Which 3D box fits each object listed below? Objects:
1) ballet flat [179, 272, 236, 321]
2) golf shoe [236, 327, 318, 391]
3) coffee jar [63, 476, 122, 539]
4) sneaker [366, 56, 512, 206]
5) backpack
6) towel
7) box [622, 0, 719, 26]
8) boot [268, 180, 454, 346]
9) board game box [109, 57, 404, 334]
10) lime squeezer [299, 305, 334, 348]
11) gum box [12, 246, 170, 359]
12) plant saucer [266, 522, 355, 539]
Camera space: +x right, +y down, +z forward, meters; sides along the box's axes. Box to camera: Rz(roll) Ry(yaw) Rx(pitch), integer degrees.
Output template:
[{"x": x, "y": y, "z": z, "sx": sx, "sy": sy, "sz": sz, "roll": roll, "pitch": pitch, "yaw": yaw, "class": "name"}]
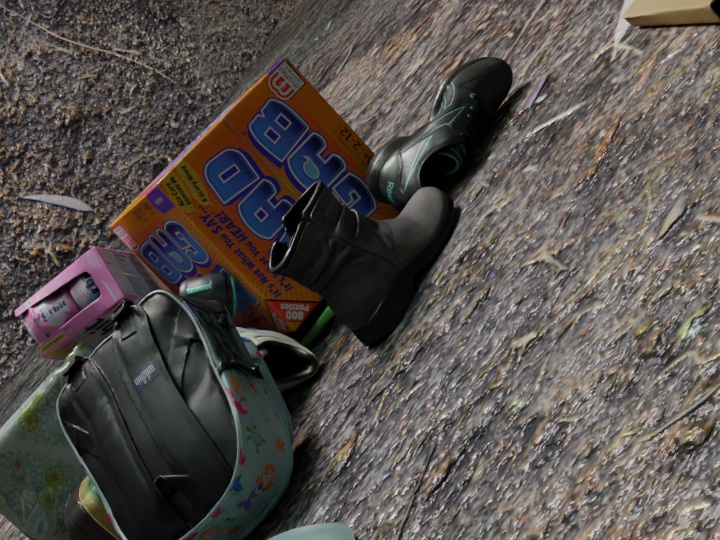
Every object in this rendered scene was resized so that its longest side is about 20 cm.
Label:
[{"x": -0.160, "y": 0.071, "z": 1.585, "sx": 0.073, "sy": 0.073, "sz": 0.201, "roll": -57, "pitch": -16, "yaw": -33, "class": "ballet flat"}, {"x": -0.131, "y": 0.079, "z": 1.447, "sx": 0.097, "sy": 0.198, "sz": 0.079, "roll": -5, "pitch": 85, "yaw": 57, "class": "golf shoe"}, {"x": -0.205, "y": 0.196, "z": 1.536, "sx": 0.200, "sy": 0.085, "sz": 0.104, "roll": -47, "pitch": 10, "yaw": 5, "class": "coffee jar"}, {"x": 0.096, "y": -0.134, "z": 1.569, "sx": 0.200, "sy": 0.076, "sz": 0.079, "roll": -48, "pitch": 39, "yaw": -15, "class": "sneaker"}, {"x": -0.147, "y": 0.142, "z": 1.324, "sx": 0.178, "sy": 0.150, "sz": 0.201, "roll": -45, "pitch": 53, "yaw": 18, "class": "backpack"}, {"x": -0.291, "y": 0.200, "z": 1.618, "sx": 0.200, "sy": 0.171, "sz": 0.048, "roll": -47, "pitch": 10, "yaw": 7, "class": "towel"}, {"x": 0.313, "y": -0.274, "z": 1.322, "sx": 0.164, "sy": 0.021, "sz": 0.200, "roll": -49, "pitch": 14, "yaw": -1, "class": "box"}, {"x": 0.004, "y": -0.040, "z": 1.422, "sx": 0.070, "sy": 0.131, "sz": 0.201, "roll": -37, "pitch": 18, "yaw": 43, "class": "boot"}, {"x": -0.107, "y": -0.062, "z": 1.636, "sx": 0.200, "sy": 0.200, "sz": 0.200, "roll": -47, "pitch": 9, "yaw": -23, "class": "board game box"}, {"x": 0.000, "y": 0.000, "z": 1.531, "sx": 0.200, "sy": 0.038, "sz": 0.071, "roll": -50, "pitch": 13, "yaw": -2, "class": "lime squeezer"}, {"x": -0.274, "y": 0.039, "z": 1.675, "sx": 0.113, "sy": 0.066, "sz": 0.200, "roll": -37, "pitch": -13, "yaw": 11, "class": "gum box"}, {"x": -0.083, "y": 0.249, "z": 1.097, "sx": 0.201, "sy": 0.039, "sz": 0.201, "roll": -46, "pitch": 13, "yaw": 14, "class": "plant saucer"}]
